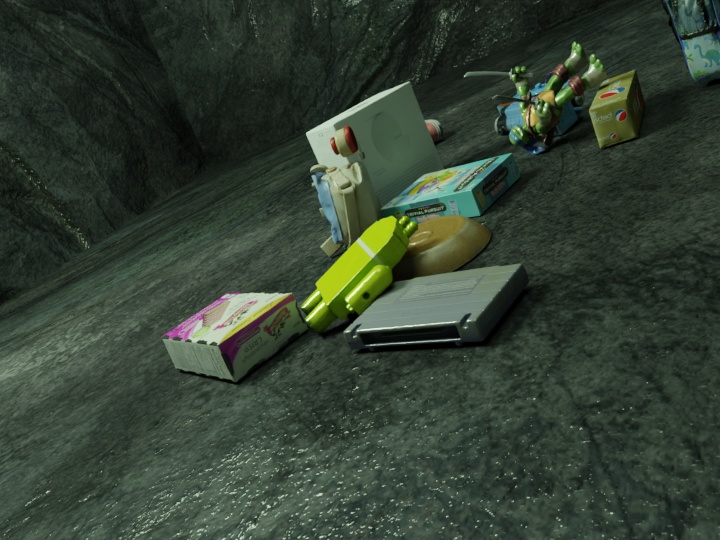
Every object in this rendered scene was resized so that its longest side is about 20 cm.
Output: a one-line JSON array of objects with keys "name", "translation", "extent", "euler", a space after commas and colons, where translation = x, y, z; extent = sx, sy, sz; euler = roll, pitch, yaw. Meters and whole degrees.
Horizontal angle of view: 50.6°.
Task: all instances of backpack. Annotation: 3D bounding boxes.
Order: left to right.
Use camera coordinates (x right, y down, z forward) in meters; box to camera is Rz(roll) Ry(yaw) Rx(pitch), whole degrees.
[{"name": "backpack", "translation": [0.606, -0.428, 1.274], "extent": [0.145, 0.203, 0.182], "euler": [-4, 28, 48]}]

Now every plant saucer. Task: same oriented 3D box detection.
[{"name": "plant saucer", "translation": [0.092, -0.033, 1.113], "extent": [0.196, 0.036, 0.201], "euler": [-24, 17, 7]}]

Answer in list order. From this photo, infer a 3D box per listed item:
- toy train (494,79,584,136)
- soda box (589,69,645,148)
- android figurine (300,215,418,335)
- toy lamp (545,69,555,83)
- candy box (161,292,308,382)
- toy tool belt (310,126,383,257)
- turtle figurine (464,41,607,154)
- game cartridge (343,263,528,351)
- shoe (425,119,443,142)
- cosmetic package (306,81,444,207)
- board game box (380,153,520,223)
[{"name": "toy train", "translation": [0.348, -0.312, 1.508], "extent": [0.114, 0.088, 0.198], "euler": [-40, 22, -26]}, {"name": "soda box", "translation": [0.437, -0.276, 1.289], "extent": [0.063, 0.069, 0.200], "euler": [-14, 20, 30]}, {"name": "android figurine", "translation": [0.000, 0.000, 1.046], "extent": [0.200, 0.041, 0.182], "euler": [-45, 16, 0]}, {"name": "toy lamp", "translation": [0.429, -0.411, 1.732], "extent": [0.057, 0.059, 0.200], "euler": [-11, 21, 37]}, {"name": "candy box", "translation": [-0.185, 0.090, 1.097], "extent": [0.135, 0.062, 0.198], "euler": [-35, 20, -33]}, {"name": "toy tool belt", "translation": [-0.041, -0.133, 1.323], "extent": [0.120, 0.204, 0.125], "euler": [-18, 9, 13]}, {"name": "turtle figurine", "translation": [0.316, -0.325, 1.333], "extent": [0.193, 0.201, 0.144], "euler": [-39, 6, 9]}, {"name": "game cartridge", "translation": [0.088, 0.044, 0.892], "extent": [0.197, 0.039, 0.129], "euler": [-9, 19, 43]}, {"name": "shoe", "translation": [0.117, -0.341, 1.940], "extent": [0.090, 0.073, 0.198], "euler": [-27, 20, -28]}, {"name": "cosmetic package", "translation": [0.033, -0.221, 1.475], "extent": [0.197, 0.204, 0.122], "euler": [-32, 16, -26]}, {"name": "board game box", "translation": [0.153, -0.133, 1.306], "extent": [0.197, 0.048, 0.151], "euler": [-9, 23, 44]}]
